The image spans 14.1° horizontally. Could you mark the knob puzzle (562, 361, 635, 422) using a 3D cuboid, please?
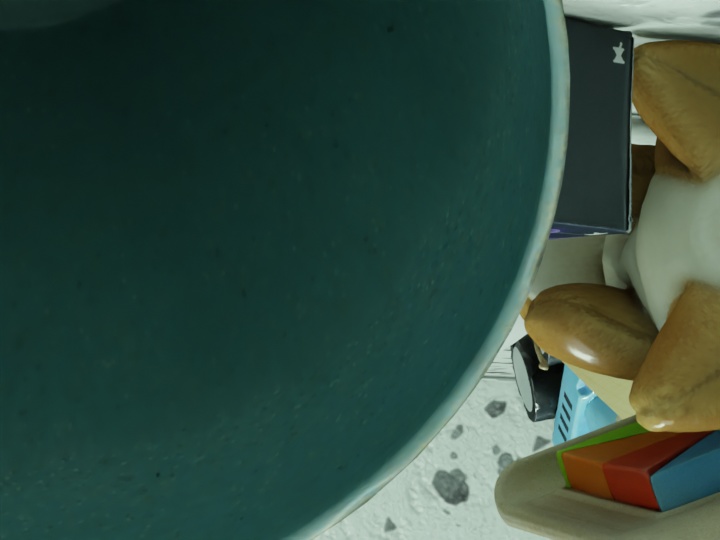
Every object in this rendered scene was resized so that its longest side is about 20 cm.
[{"bbox_3d":[0.198,0.018,1.315,0.220,0.030,0.220,-12,140,-10],"label":"knob puzzle"}]

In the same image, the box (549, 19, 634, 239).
[{"bbox_3d":[-0.022,-0.052,1.007,0.200,0.079,0.141,5,171,-42],"label":"box"}]

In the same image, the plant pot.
[{"bbox_3d":[-0.069,-0.056,0.502,0.200,0.200,0.135,1,-150,-2],"label":"plant pot"}]

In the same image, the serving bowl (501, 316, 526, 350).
[{"bbox_3d":[0.000,0.000,1.222,0.200,0.066,0.200,-3,152,-1],"label":"serving bowl"}]

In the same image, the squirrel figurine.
[{"bbox_3d":[0.155,-0.001,1.128,0.200,0.142,0.187,-5,169,-16],"label":"squirrel figurine"}]

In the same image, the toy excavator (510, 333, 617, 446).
[{"bbox_3d":[0.152,0.110,1.493,0.100,0.200,0.194,-13,151,-8],"label":"toy excavator"}]

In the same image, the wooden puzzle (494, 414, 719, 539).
[{"bbox_3d":[0.158,0.065,1.132,0.185,0.037,0.200,-20,-172,-11],"label":"wooden puzzle"}]
